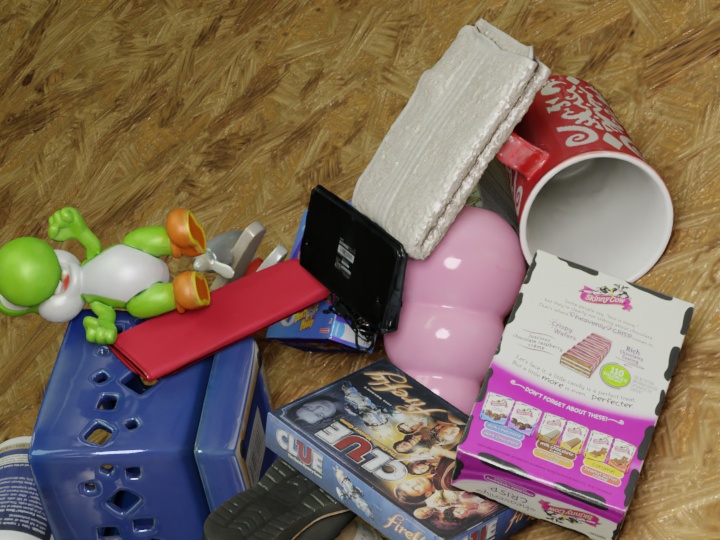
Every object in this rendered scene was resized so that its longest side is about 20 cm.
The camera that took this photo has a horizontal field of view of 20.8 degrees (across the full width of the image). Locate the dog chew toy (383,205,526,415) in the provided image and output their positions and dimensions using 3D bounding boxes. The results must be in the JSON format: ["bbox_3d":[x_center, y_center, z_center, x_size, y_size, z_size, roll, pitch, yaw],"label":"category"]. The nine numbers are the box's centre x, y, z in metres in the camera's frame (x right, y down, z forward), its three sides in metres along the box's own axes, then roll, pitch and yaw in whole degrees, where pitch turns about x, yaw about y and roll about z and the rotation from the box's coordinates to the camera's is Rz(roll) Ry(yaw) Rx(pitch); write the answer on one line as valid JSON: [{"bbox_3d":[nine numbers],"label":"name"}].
[{"bbox_3d":[0.075,0.047,1.687,0.124,0.124,0.202,-1,79,51],"label":"dog chew toy"}]

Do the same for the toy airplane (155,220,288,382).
[{"bbox_3d":[-0.157,0.035,1.981,0.201,0.140,0.199,-63,6,0],"label":"toy airplane"}]

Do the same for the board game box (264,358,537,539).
[{"bbox_3d":[0.039,0.151,1.550,0.135,0.035,0.199,-23,43,-40],"label":"board game box"}]

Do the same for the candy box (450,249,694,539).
[{"bbox_3d":[0.165,0.095,1.515,0.135,0.061,0.201,20,57,9],"label":"candy box"}]

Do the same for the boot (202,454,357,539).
[{"bbox_3d":[-0.056,0.227,1.572,0.199,0.139,0.077,-22,42,-40],"label":"boot"}]

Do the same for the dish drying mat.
[{"bbox_3d":[-0.123,0.043,1.747,0.199,0.018,0.077,-26,39,-26],"label":"dish drying mat"}]

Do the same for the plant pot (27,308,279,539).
[{"bbox_3d":[-0.173,0.164,1.762,0.178,0.201,0.201,-2,40,10],"label":"plant pot"}]

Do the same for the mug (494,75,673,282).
[{"bbox_3d":[0.182,-0.102,1.722,0.132,0.178,0.200,-23,28,7],"label":"mug"}]

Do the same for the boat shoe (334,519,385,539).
[{"bbox_3d":[-0.073,0.258,1.663,0.199,0.069,0.074,-31,31,21],"label":"boat shoe"}]

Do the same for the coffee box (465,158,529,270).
[{"bbox_3d":[0.084,-0.047,1.856,0.113,0.080,0.201,-35,30,17],"label":"coffee box"}]

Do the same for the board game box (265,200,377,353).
[{"bbox_3d":[-0.023,0.007,1.855,0.200,0.044,0.136,176,112,-71],"label":"board game box"}]

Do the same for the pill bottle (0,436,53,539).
[{"bbox_3d":[-0.337,0.271,1.935,0.111,0.111,0.201,-28,32,25],"label":"pill bottle"}]

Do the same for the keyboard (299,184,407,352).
[{"bbox_3d":[0.000,0.000,1.703,0.200,0.039,0.105,-139,59,-61],"label":"keyboard"}]

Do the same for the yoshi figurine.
[{"bbox_3d":[-0.239,0.003,1.727,0.198,0.113,0.113,-9,32,11],"label":"yoshi figurine"}]

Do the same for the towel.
[{"bbox_3d":[0.073,-0.113,1.647,0.201,0.034,0.133,-57,30,6],"label":"towel"}]
